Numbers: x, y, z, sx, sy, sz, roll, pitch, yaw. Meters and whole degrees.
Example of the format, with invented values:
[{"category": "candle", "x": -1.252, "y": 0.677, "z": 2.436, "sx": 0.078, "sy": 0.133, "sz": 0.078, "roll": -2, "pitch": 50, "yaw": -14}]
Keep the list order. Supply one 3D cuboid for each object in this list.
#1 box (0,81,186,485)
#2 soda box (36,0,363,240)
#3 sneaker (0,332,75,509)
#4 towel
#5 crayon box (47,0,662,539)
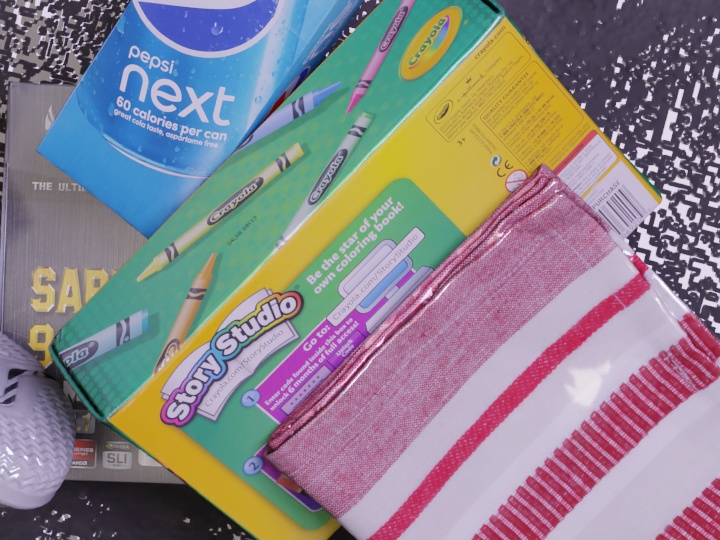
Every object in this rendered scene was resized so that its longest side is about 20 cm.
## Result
[{"category": "box", "x": -0.042, "y": 0.007, "z": 0.965, "sx": 0.199, "sy": 0.048, "sz": 0.159, "roll": 3, "pitch": 90, "yaw": 3}, {"category": "soda box", "x": -0.033, "y": -0.108, "z": 0.873, "sx": 0.064, "sy": 0.068, "sz": 0.200, "roll": 37, "pitch": 114, "yaw": 3}, {"category": "sneaker", "x": -0.188, "y": 0.063, "z": 0.930, "sx": 0.200, "sy": 0.075, "sz": 0.115, "roll": 39, "pitch": 104, "yaw": 42}, {"category": "towel", "x": 0.084, "y": 0.079, "z": 0.867, "sx": 0.200, "sy": 0.023, "sz": 0.144, "roll": 44, "pitch": 93, "yaw": -13}, {"category": "crayon box", "x": 0.000, "y": 0.000, "z": 0.877, "sx": 0.200, "sy": 0.058, "sz": 0.119, "roll": -45, "pitch": 131, "yaw": 1}]
